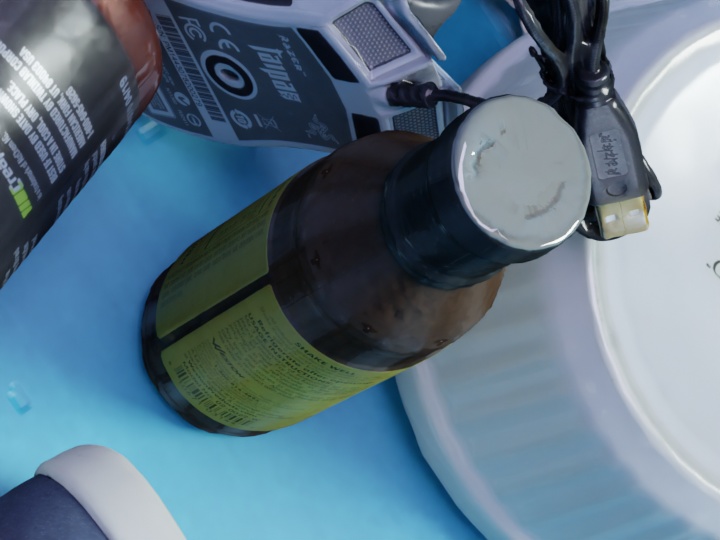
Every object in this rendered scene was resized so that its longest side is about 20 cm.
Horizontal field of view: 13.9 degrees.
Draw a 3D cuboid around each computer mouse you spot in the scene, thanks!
[{"bbox_3d":[-0.002,-0.067,0.842,0.044,0.199,0.110,-55,139,-27],"label":"computer mouse"}]

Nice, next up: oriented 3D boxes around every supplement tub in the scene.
[{"bbox_3d":[-0.149,-0.016,0.804,0.107,0.107,0.200,41,64,-9],"label":"supplement tub"}]

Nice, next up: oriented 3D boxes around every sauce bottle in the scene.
[{"bbox_3d":[0.000,0.000,0.813,0.064,0.200,0.065,6,76,-24],"label":"sauce bottle"}]

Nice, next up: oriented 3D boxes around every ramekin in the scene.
[{"bbox_3d":[0.116,0.005,0.912,0.201,0.094,0.204,4,80,-24],"label":"ramekin"}]

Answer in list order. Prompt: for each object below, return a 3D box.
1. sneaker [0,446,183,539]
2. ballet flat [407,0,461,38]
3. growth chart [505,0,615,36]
[{"bbox_3d":[-0.052,0.145,0.799,0.084,0.075,0.200,-31,64,-21],"label":"sneaker"},{"bbox_3d":[0.007,-0.158,0.912,0.073,0.073,0.201,6,74,-22],"label":"ballet flat"},{"bbox_3d":[0.047,-0.159,0.976,0.200,0.018,0.145,45,64,-7],"label":"growth chart"}]
